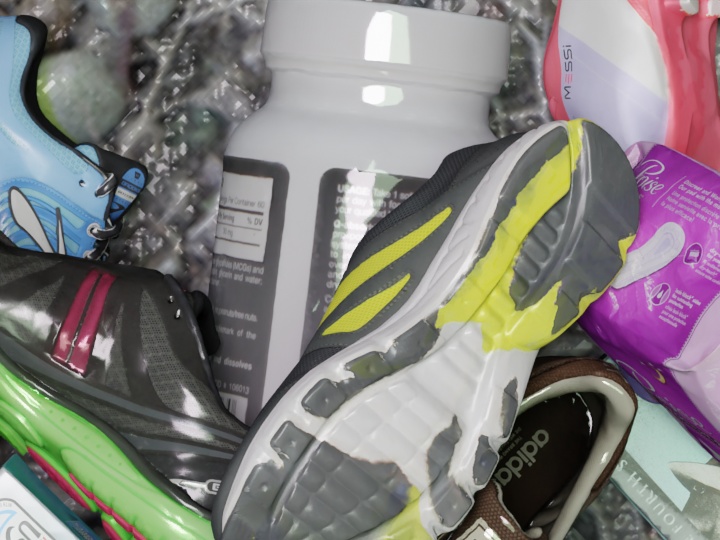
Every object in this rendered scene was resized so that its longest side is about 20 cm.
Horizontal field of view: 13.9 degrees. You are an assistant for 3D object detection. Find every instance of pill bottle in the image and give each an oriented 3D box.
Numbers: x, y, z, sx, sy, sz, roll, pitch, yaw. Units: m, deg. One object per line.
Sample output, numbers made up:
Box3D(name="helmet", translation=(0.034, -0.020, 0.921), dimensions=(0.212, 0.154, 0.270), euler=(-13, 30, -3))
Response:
Box3D(name="pill bottle", translation=(0.000, 0.000, 1.122), dimensions=(0.116, 0.116, 0.200), euler=(7, 92, -2))

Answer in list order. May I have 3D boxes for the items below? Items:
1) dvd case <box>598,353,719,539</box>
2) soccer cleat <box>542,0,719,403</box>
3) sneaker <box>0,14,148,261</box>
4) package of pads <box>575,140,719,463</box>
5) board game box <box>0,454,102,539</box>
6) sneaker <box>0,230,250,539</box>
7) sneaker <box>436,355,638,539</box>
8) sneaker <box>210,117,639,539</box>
Box3D(name="dvd case", translation=(0.195, 0.041, 1.176), dimensions=(0.200, 0.022, 0.146), euler=(-42, 92, 2))
Box3D(name="soccer cleat", translation=(0.106, -0.048, 1.148), dimensions=(0.076, 0.067, 0.200), euler=(-1, 90, 39))
Box3D(name="sneaker", translation=(-0.118, -0.009, 1.140), dimensions=(0.090, 0.078, 0.200), euler=(-24, 93, -4))
Box3D(name="package of pads", translation=(0.164, 0.048, 1.067), dimensions=(0.076, 0.120, 0.200), euler=(-49, 122, -4))
Box3D(name="board game box", translation=(-0.106, 0.190, 1.057), dimensions=(0.200, 0.047, 0.151), euler=(44, 91, -2))
Box3D(name="sneaker", translation=(-0.098, 0.029, 1.067), dimensions=(0.200, 0.077, 0.084), euler=(44, 73, 7))
Box3D(name="sneaker", translation=(0.022, 0.102, 1.027), dimensions=(0.070, 0.076, 0.200), euler=(42, 69, -7))
Box3D(name="sneaker", translation=(0.017, 0.031, 1.022), dimensions=(0.200, 0.085, 0.074), euler=(-48, 110, -16))
